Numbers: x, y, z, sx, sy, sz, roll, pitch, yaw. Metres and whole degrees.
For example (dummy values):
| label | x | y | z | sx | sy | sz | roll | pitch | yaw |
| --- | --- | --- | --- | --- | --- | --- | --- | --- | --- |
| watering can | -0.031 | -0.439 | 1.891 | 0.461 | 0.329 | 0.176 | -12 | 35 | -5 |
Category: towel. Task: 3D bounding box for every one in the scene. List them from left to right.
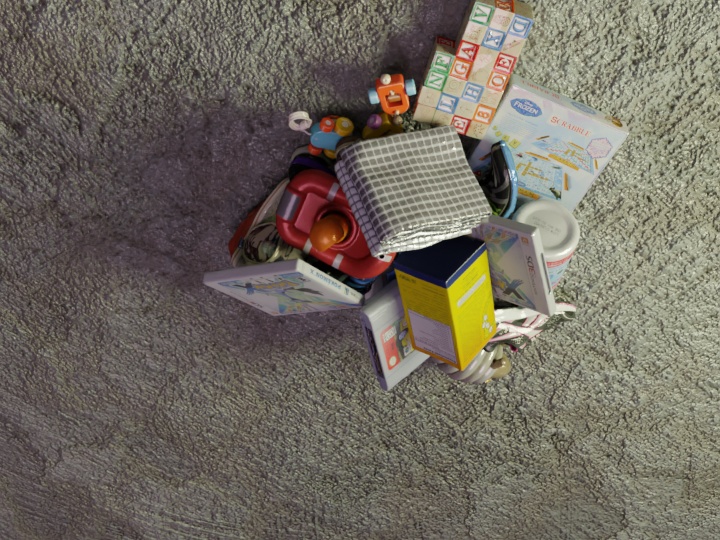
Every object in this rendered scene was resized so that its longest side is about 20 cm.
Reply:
| label | x | y | z | sx | sy | sz | roll | pitch | yaw |
| --- | --- | --- | --- | --- | --- | --- | --- | --- | --- |
| towel | 0.081 | -0.121 | 1.168 | 0.200 | 0.166 | 0.086 | -15 | 156 | -24 |

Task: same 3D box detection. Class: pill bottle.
| label | x | y | z | sx | sy | sz | roll | pitch | yaw |
| --- | --- | --- | --- | --- | --- | --- | --- | --- | --- |
| pill bottle | 0.288 | -0.022 | 1.329 | 0.108 | 0.109 | 0.200 | 5 | 153 | 3 |

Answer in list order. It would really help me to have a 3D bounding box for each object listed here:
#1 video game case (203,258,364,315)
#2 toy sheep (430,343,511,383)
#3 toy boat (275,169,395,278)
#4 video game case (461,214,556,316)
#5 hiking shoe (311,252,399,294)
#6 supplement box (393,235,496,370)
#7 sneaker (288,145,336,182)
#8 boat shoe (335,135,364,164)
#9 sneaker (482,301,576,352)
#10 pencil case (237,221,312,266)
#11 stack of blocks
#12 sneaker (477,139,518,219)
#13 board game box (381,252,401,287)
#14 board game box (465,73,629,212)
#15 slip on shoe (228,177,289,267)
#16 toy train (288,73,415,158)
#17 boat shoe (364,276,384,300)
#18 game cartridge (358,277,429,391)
| label | x | y | z | sx | sy | sz | roll | pitch | yaw |
| --- | --- | --- | --- | --- | --- | --- | --- | --- | --- |
| video game case | -0.124 | 0.032 | 1.318 | 0.200 | 0.022 | 0.182 | -8 | 156 | 34 |
| toy sheep | 0.195 | 0.142 | 1.490 | 0.200 | 0.138 | 0.138 | 32 | 126 | -14 |
| toy boat | -0.040 | -0.062 | 1.215 | 0.200 | 0.131 | 0.131 | 26 | 111 | 3 |
| video game case | 0.209 | -0.021 | 1.280 | 0.200 | 0.022 | 0.183 | 21 | 147 | 40 |
| hiking shoe | 0.000 | 0.000 | 1.356 | 0.200 | 0.075 | 0.087 | -15 | 144 | 44 |
| supplement box | 0.142 | 0.045 | 1.308 | 0.109 | 0.109 | 0.200 | 23 | 142 | 37 |
| sneaker | -0.036 | -0.116 | 1.326 | 0.200 | 0.100 | 0.070 | 29 | 129 | -15 |
| boat shoe | 0.040 | -0.138 | 1.284 | 0.202 | 0.075 | 0.075 | 20 | 141 | -34 |
| sneaker | 0.289 | 0.101 | 1.438 | 0.199 | 0.080 | 0.087 | -6 | 96 | -13 |
| pencil case | -0.136 | -0.006 | 1.398 | 0.089 | 0.078 | 0.200 | -50 | 150 | -7 |
| stack of blocks | 0.161 | -0.303 | 1.176 | 0.115 | 0.059 | 0.200 | 16 | 129 | -5 |
| sneaker | 0.199 | -0.115 | 1.265 | 0.082 | 0.071 | 0.200 | 5 | 136 | -3 |
| board game box | 0.113 | -0.004 | 1.401 | 0.152 | 0.045 | 0.200 | -16 | 129 | -12 |
| board game box | 0.281 | -0.184 | 1.268 | 0.200 | 0.041 | 0.200 | 21 | 130 | -10 |
| slip on shoe | -0.169 | -0.088 | 1.392 | 0.074 | 0.061 | 0.200 | 9 | 128 | -47 |
| toy train | -0.004 | -0.245 | 1.231 | 0.200 | 0.056 | 0.150 | -13 | 147 | 15 |
| boat shoe | 0.029 | -0.002 | 1.437 | 0.071 | 0.064 | 0.200 | -20 | 130 | -21 |
| game cartridge | 0.070 | 0.103 | 1.382 | 0.041 | 0.133 | 0.200 | 28 | 146 | 38 |
